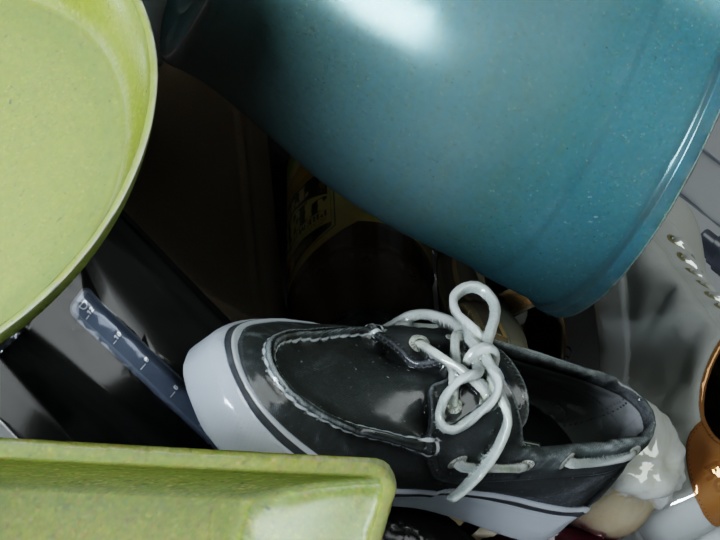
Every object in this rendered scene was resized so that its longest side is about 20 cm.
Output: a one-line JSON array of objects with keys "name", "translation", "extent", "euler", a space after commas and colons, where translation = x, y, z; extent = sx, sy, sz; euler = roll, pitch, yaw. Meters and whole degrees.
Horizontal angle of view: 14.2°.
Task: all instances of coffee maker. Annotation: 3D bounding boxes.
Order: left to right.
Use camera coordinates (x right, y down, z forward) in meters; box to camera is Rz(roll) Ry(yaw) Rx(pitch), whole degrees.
[{"name": "coffee maker", "translation": [-0.064, 0.076, 1.016], "extent": [0.200, 0.135, 0.192], "euler": [45, 29, -13]}]

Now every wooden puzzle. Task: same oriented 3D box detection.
[{"name": "wooden puzzle", "translation": [-0.105, -0.059, 1.191], "extent": [0.200, 0.037, 0.186], "euler": [34, 35, -38]}]

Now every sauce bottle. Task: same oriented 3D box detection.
[{"name": "sauce bottle", "translation": [0.000, 0.000, 1.218], "extent": [0.065, 0.065, 0.200], "euler": [40, 23, -23]}]

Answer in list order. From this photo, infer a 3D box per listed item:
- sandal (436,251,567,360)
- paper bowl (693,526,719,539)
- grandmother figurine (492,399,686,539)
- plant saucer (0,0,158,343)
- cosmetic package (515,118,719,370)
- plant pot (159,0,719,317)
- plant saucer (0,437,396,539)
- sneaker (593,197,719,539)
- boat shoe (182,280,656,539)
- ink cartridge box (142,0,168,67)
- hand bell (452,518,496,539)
[{"name": "sandal", "translation": [0.061, 0.036, 1.192], "extent": [0.200, 0.054, 0.081], "euler": [-120, -153, -83]}, {"name": "paper bowl", "translation": [0.159, 0.180, 1.152], "extent": [0.104, 0.200, 0.201], "euler": [26, 40, -37]}, {"name": "grandmother figurine", "translation": [0.066, 0.140, 1.088], "extent": [0.060, 0.201, 0.121], "euler": [22, -2, 43]}, {"name": "plant saucer", "translation": [-0.156, -0.035, 0.959], "extent": [0.031, 0.199, 0.201], "euler": [61, 15, -52]}, {"name": "cosmetic package", "translation": [0.148, 0.025, 1.319], "extent": [0.151, 0.200, 0.052], "euler": [35, -9, -26]}, {"name": "plant pot", "translation": [0.030, -0.107, 1.118], "extent": [0.187, 0.200, 0.201], "euler": [21, 40, -13]}, {"name": "plant saucer", "translation": [-0.101, 0.138, 0.869], "extent": [0.199, 0.201, 0.048], "euler": [7, 15, -40]}, {"name": "sneaker", "translation": [0.144, 0.035, 1.190], "extent": [0.073, 0.084, 0.200], "euler": [52, 29, -34]}, {"name": "boat shoe", "translation": [0.027, 0.046, 0.971], "extent": [0.199, 0.068, 0.074], "euler": [21, 40, -43]}, {"name": "ink cartridge box", "translation": [-0.147, -0.126, 1.101], "extent": [0.161, 0.050, 0.200], "euler": [54, 25, -7]}, {"name": "hand bell", "translation": [-0.015, 0.100, 1.123], "extent": [0.199, 0.104, 0.104], "euler": [19, 44, -29]}]
